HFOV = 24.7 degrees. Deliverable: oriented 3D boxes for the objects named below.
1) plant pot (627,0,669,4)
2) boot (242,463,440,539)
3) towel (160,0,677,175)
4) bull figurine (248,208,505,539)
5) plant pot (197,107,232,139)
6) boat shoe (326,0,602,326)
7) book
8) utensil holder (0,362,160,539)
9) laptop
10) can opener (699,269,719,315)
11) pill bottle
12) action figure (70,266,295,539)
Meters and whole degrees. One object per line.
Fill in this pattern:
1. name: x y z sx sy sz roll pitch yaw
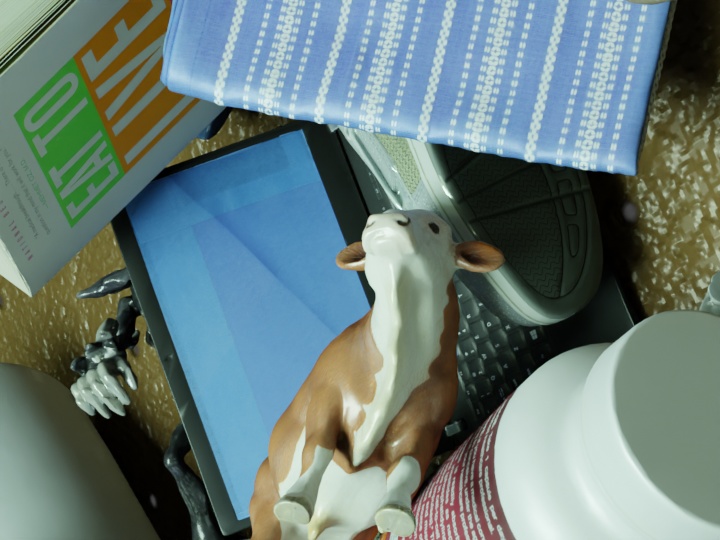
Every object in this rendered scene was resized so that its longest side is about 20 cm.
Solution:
1. plant pot: 0.104 -0.187 0.530 0.200 0.200 0.175 -13 107 48
2. boot: -0.002 0.206 0.760 0.154 0.072 0.201 -19 78 10
3. towel: 0.024 -0.123 0.639 0.199 0.024 0.145 12 85 18
4. bull figurine: -0.003 0.068 0.646 0.065 0.122 0.200 21 135 1
5. plant pot: -0.153 -0.171 0.802 0.200 0.180 0.200 39 126 35
6. boat shoe: 0.027 -0.059 0.686 0.202 0.074 0.065 54 144 12
7. book: -0.104 -0.098 0.721 0.048 0.200 0.134 33 160 27
8. utensil holder: -0.195 0.170 0.919 0.200 0.170 0.170 51 133 45
9. laptop: 0.000 0.000 0.736 0.200 0.103 0.178 -30 78 47
10. can opener: 0.208 0.035 0.571 0.200 0.053 0.067 18 145 43
11. pill bottle: 0.086 0.099 0.637 0.113 0.113 0.200 60 147 18
12. action figure: -0.078 0.048 0.827 0.119 0.102 0.201 -18 91 3
